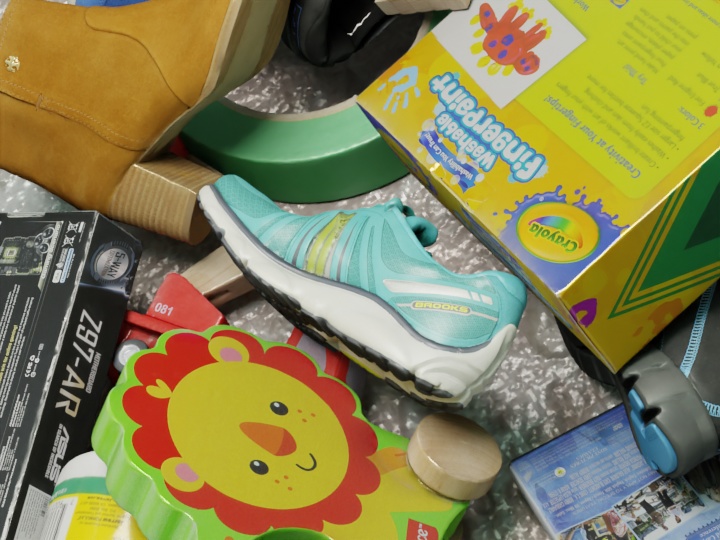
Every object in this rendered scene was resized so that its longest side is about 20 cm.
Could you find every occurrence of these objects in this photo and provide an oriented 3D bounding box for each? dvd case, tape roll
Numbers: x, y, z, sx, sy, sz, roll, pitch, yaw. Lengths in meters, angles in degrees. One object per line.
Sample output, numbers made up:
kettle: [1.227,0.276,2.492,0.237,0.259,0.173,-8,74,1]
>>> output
dvd case: [0.178,0.134,1.105,0.142,0.018,0.200,-26,52,-7]
tape roll: [-0.024,-0.136,1.315,0.200,0.048,0.201,-7,61,12]

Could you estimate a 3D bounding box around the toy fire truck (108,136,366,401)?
toy fire truck: [-0.074,0.010,1.248,0.200,0.049,0.141,18,69,24]

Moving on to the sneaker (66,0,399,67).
sneaker: [-0.059,-0.153,1.260,0.199,0.077,0.111,-18,49,-2]

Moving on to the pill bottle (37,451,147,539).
pill bottle: [-0.119,0.199,1.121,0.112,0.113,0.200,6,64,19]

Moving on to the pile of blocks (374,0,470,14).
pile of blocks: [0.066,-0.223,1.192,0.200,0.062,0.082,-50,37,-4]

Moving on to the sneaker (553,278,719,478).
sneaker: [0.147,0.023,1.155,0.082,0.073,0.200,-21,43,-7]

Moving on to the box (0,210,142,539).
box: [-0.212,0.067,1.228,0.160,0.044,0.201,-1,66,34]

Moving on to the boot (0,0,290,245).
boot: [-0.122,-0.123,1.219,0.144,0.071,0.202,25,109,18]

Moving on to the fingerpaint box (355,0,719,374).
fingerpaint box: [0.119,-0.073,1.134,0.167,0.073,0.200,-42,43,-2]

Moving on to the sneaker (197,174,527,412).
sneaker: [0.000,0.000,1.151,0.200,0.078,0.080,30,78,35]

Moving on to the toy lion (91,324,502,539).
toy lion: [-0.035,0.111,1.087,0.191,0.069,0.200,20,36,-9]
